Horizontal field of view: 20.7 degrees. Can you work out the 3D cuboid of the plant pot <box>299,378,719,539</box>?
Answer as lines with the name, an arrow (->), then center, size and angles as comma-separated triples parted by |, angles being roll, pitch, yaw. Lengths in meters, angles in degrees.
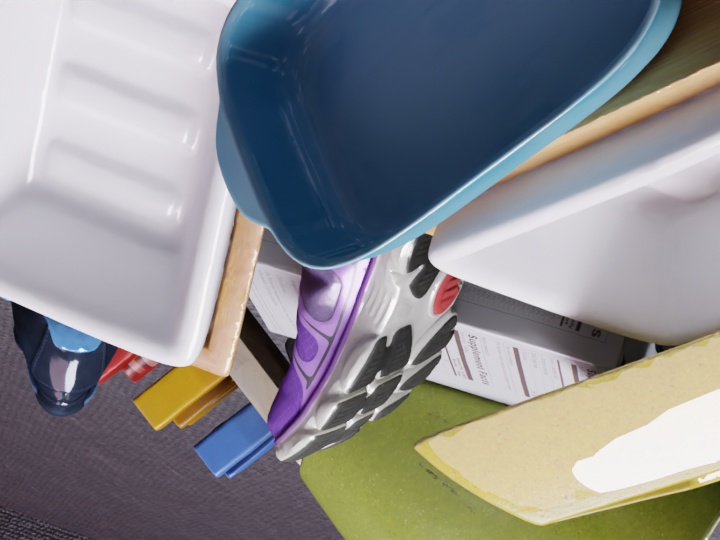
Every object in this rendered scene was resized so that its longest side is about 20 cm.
plant pot -> 0.074, 0.126, 1.050 | 0.200, 0.187, 0.187 | 33, 166, 13

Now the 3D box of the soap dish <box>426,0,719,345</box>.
soap dish -> 0.132, -0.045, 0.706 | 0.157, 0.082, 0.200 | 18, 152, -36

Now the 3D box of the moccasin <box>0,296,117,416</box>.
moccasin -> -0.156, 0.003, 1.005 | 0.080, 0.068, 0.200 | 12, -155, -7

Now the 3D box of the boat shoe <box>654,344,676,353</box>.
boat shoe -> 0.182, 0.002, 0.924 | 0.068, 0.084, 0.200 | 10, 151, -12

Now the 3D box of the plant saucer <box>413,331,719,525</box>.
plant saucer -> 0.156, 0.057, 0.810 | 0.200, 0.049, 0.200 | -23, 167, 35

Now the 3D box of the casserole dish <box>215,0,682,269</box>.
casserole dish -> 0.030, -0.082, 0.671 | 0.200, 0.121, 0.039 | -37, 153, 31

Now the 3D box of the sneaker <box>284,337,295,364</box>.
sneaker -> 0.033, 0.057, 1.284 | 0.078, 0.099, 0.200 | 60, -165, 13

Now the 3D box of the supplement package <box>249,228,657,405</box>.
supplement package -> 0.053, -0.008, 0.981 | 0.199, 0.114, 0.110 | 17, 162, 17

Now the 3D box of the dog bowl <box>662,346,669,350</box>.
dog bowl -> 0.112, 0.041, 1.131 | 0.199, 0.074, 0.200 | 20, 163, 6

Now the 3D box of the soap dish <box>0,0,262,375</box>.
soap dish -> -0.103, -0.071, 0.862 | 0.157, 0.081, 0.201 | 21, 120, 11

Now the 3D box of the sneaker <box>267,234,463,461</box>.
sneaker -> 0.000, 0.000, 0.886 | 0.083, 0.200, 0.081 | 40, -144, 25

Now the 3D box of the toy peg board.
toy peg board -> -0.112, 0.054, 1.198 | 0.199, 0.098, 0.200 | 53, -179, 3
